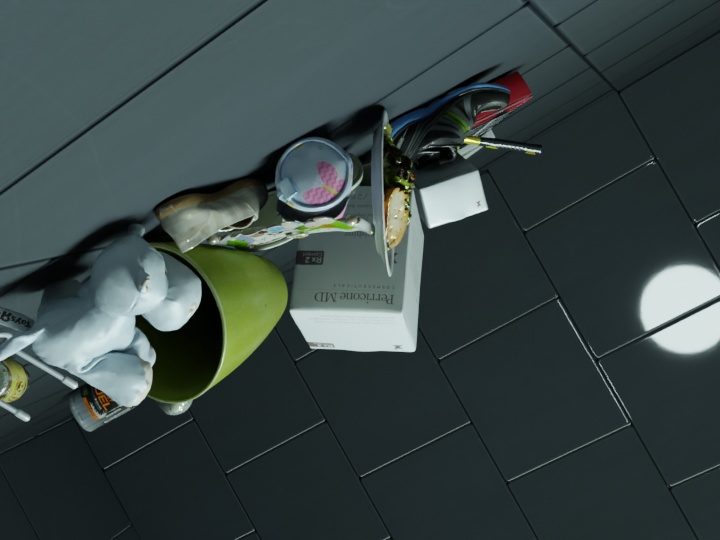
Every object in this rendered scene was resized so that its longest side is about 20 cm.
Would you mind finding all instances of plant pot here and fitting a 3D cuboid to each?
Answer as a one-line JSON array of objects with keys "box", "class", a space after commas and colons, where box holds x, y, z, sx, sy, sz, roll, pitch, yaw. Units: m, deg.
[{"box": [-0.181, 0.043, 1.177, 0.187, 0.188, 0.200, -31, 175, 31], "class": "plant pot"}]

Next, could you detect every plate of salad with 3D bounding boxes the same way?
[{"box": [0.042, -0.093, 1.148, 0.048, 0.201, 0.200, -2, -179, 6], "class": "plate of salad"}]

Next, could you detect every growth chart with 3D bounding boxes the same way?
[{"box": [-0.079, -0.045, 1.124, 0.199, 0.018, 0.145, -6, 177, 20], "class": "growth chart"}]

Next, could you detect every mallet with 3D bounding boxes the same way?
[{"box": [0.163, -0.187, 1.356, 0.199, 0.041, 0.066, 5, 168, -2], "class": "mallet"}]

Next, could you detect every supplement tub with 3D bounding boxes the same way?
[{"box": [-0.695, 0.350, 2.660, 0.199, 0.123, 0.123, -30, 178, -1], "class": "supplement tub"}]

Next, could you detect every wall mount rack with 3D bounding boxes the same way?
[{"box": [-0.453, 0.140, 1.152, 0.200, 0.075, 0.173, -31, 164, 34], "class": "wall mount rack"}]

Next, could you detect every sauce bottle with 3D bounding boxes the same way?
[{"box": [-0.496, 0.151, 1.324, 0.065, 0.065, 0.200, -29, 178, -9], "class": "sauce bottle"}]

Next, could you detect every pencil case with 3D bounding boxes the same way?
[{"box": [-0.058, -0.097, 1.124, 0.090, 0.084, 0.200, -15, 177, -6], "class": "pencil case"}]

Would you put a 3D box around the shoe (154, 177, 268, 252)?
[{"box": [-0.155, -0.060, 1.056, 0.070, 0.054, 0.200, -30, 178, 25], "class": "shoe"}]

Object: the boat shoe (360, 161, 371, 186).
[{"box": [0.016, -0.127, 1.483, 0.066, 0.074, 0.199, -53, 177, -30], "class": "boat shoe"}]

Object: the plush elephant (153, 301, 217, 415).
[{"box": [-0.267, 0.061, 1.290, 0.155, 0.200, 0.165, -54, -176, 19], "class": "plush elephant"}]

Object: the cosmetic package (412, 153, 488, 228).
[{"box": [0.127, -0.143, 1.565, 0.101, 0.072, 0.200, -18, -158, -4], "class": "cosmetic package"}]

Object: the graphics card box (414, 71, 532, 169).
[{"box": [0.162, -0.228, 1.474, 0.125, 0.051, 0.200, -28, 177, -23], "class": "graphics card box"}]

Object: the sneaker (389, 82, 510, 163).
[{"box": [0.118, -0.191, 1.289, 0.199, 0.083, 0.071, -30, 179, -16], "class": "sneaker"}]

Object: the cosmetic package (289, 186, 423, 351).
[{"box": [0.000, 0.000, 1.407, 0.164, 0.201, 0.165, 1, 156, 10], "class": "cosmetic package"}]

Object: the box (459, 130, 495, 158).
[{"box": [0.167, -0.222, 1.951, 0.144, 0.036, 0.200, -29, 177, -29], "class": "box"}]

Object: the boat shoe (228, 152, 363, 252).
[{"box": [-0.083, -0.082, 1.271, 0.199, 0.075, 0.066, -39, 168, -8], "class": "boat shoe"}]

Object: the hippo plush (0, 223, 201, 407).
[{"box": [-0.260, 0.024, 0.995, 0.161, 0.159, 0.200, -48, 131, 13], "class": "hippo plush"}]
